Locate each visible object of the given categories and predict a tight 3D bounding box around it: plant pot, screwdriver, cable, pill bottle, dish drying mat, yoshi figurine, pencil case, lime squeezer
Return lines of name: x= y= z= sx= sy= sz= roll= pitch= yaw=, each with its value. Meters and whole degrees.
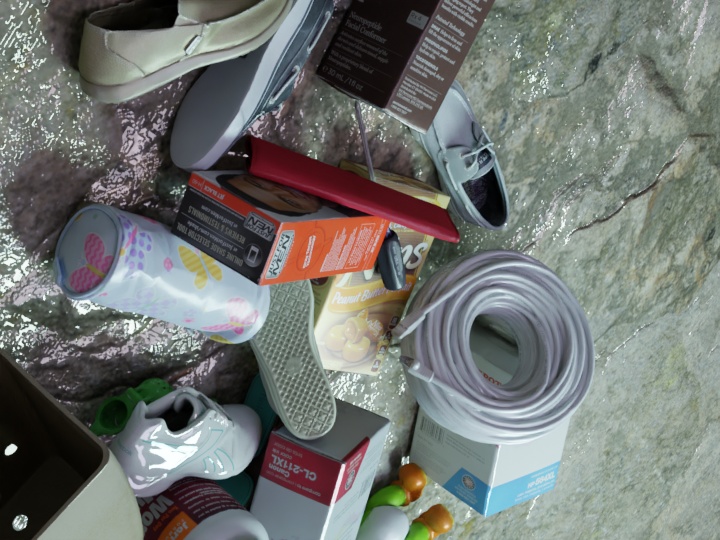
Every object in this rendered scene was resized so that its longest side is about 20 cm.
plant pot: x=-0.291 y=0.201 z=1.160 sx=0.200 sy=0.200 sz=0.177 roll=-48 pitch=148 yaw=-11
screwdriver: x=0.011 y=-0.067 z=1.339 sx=0.029 sy=0.028 sz=0.201 roll=-17 pitch=121 yaw=2
cable: x=0.138 y=0.080 z=1.459 sx=0.200 sy=0.069 sz=0.200 roll=45 pitch=64 yaw=-5
pill bottle: x=-0.152 y=0.249 z=1.308 sx=0.109 sy=0.199 sz=0.110 roll=-23 pitch=128 yaw=-33
dish drying mat: x=-0.009 y=-0.070 z=1.280 sx=0.198 sy=0.077 sz=0.018 roll=20 pitch=108 yaw=-15
yoshi figurine: x=0.006 y=0.292 z=1.573 sx=0.199 sy=0.112 sz=0.113 roll=-28 pitch=118 yaw=-27
pencil case: x=-0.168 y=0.006 z=1.236 sx=0.199 sy=0.090 sz=0.084 roll=22 pitch=55 yaw=-50
lime squeezer: x=-0.213 y=0.134 z=1.314 sx=0.199 sy=0.038 sz=0.071 roll=-23 pitch=159 yaw=-35

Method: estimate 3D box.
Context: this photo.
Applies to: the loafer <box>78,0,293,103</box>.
loafer: x=-0.138 y=-0.202 z=1.143 sx=0.199 sy=0.076 sz=0.069 roll=-34 pitch=140 yaw=-25

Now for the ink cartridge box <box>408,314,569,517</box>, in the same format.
ink cartridge box: x=0.154 y=0.145 z=1.603 sx=0.125 sy=0.128 sz=0.202 roll=-11 pitch=121 yaw=-41

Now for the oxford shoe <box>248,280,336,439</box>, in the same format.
oxford shoe: x=-0.074 y=0.061 z=1.347 sx=0.075 sy=0.058 sz=0.202 roll=-17 pitch=94 yaw=-12

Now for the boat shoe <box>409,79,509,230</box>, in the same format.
boat shoe: x=0.108 y=-0.118 z=1.440 sx=0.070 sy=0.071 sz=0.201 roll=-43 pitch=137 yaw=-16

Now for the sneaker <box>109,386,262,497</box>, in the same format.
sneaker: x=-0.147 y=0.146 z=1.299 sx=0.200 sy=0.070 sz=0.081 roll=-10 pitch=132 yaw=-58

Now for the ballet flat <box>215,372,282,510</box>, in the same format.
ballet flat: x=-0.110 y=0.192 z=1.421 sx=0.201 sy=0.068 sz=0.068 roll=-59 pitch=152 yaw=1

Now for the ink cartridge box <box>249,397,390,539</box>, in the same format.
ink cartridge box: x=-0.053 y=0.243 z=1.420 sx=0.146 sy=0.082 sz=0.202 roll=-30 pitch=139 yaw=-69

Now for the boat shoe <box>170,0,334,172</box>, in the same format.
boat shoe: x=-0.088 y=-0.163 z=1.225 sx=0.068 sy=0.071 sz=0.201 roll=37 pitch=79 yaw=-48

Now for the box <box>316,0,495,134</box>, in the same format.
box: x=0.055 y=-0.237 z=1.293 sx=0.075 sy=0.100 sz=0.201 roll=23 pitch=96 yaw=-49

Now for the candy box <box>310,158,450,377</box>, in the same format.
candy box: x=0.000 y=0.000 z=1.417 sx=0.115 sy=0.055 sz=0.201 roll=11 pitch=106 yaw=-46

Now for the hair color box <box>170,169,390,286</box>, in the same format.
hair color box: x=-0.064 y=-0.041 z=1.254 sx=0.200 sy=0.101 sz=0.062 roll=-10 pitch=126 yaw=-62
